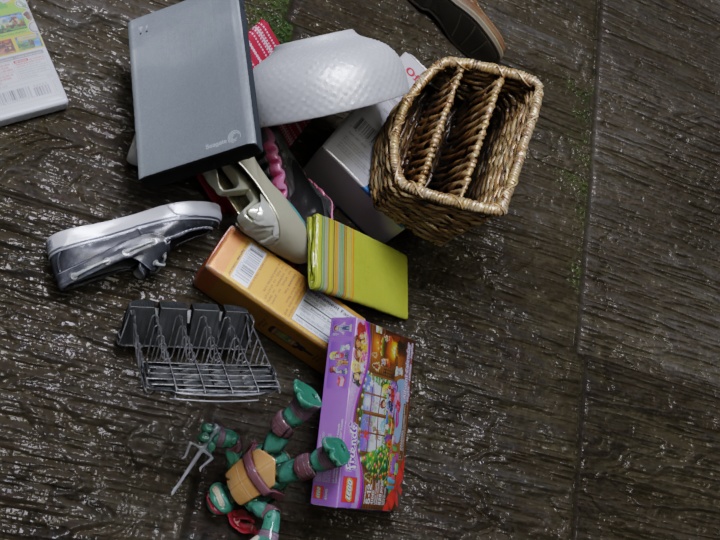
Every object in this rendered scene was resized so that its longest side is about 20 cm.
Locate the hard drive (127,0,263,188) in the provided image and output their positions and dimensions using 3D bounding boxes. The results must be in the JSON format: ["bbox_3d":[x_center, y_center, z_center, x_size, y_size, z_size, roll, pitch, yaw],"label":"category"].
[{"bbox_3d":[-0.183,-0.202,0.981,0.137,0.033,0.204,-15,69,13],"label":"hard drive"}]

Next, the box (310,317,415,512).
[{"bbox_3d":[0.007,0.166,1.016,0.136,0.038,0.205,24,68,-54],"label":"box"}]

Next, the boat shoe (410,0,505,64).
[{"bbox_3d":[0.142,-0.385,1.290,0.200,0.072,0.068,43,62,-6],"label":"boat shoe"}]

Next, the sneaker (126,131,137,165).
[{"bbox_3d":[-0.203,-0.195,1.069,0.084,0.073,0.202,32,62,-9],"label":"sneaker"}]

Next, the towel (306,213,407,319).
[{"bbox_3d":[0.000,0.000,1.077,0.199,0.018,0.088,22,65,-53],"label":"towel"}]

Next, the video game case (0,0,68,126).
[{"bbox_3d":[-0.454,-0.240,0.999,0.197,0.023,0.185,-22,84,-28],"label":"video game case"}]

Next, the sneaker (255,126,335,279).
[{"bbox_3d":[-0.076,-0.084,1.086,0.095,0.078,0.204,-28,104,-40],"label":"sneaker"}]

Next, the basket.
[{"bbox_3d":[0.107,-0.157,1.061,0.141,0.149,0.203,30,66,-16],"label":"basket"}]

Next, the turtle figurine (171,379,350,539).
[{"bbox_3d":[-0.112,0.214,0.942,0.199,0.101,0.151,-38,88,13],"label":"turtle figurine"}]

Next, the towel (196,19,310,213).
[{"bbox_3d":[-0.142,-0.186,1.089,0.201,0.022,0.146,-54,130,-28],"label":"towel"}]

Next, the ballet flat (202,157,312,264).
[{"bbox_3d":[-0.130,-0.084,1.013,0.069,0.069,0.202,-36,91,-29],"label":"ballet flat"}]

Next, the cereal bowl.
[{"bbox_3d":[-0.046,-0.225,1.028,0.197,0.199,0.085,-21,106,-28],"label":"cereal bowl"}]

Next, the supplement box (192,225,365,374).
[{"bbox_3d":[-0.094,0.038,1.049,0.199,0.066,0.069,37,59,-10],"label":"supplement box"}]

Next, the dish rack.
[{"bbox_3d":[-0.168,0.091,0.930,0.150,0.200,0.056,3,113,-22],"label":"dish rack"}]

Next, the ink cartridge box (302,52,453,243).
[{"bbox_3d":[0.043,-0.159,1.164,0.144,0.084,0.201,43,62,-7],"label":"ink cartridge box"}]

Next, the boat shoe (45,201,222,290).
[{"bbox_3d":[-0.244,-0.025,0.997,0.196,0.072,0.069,-15,78,-25],"label":"boat shoe"}]
